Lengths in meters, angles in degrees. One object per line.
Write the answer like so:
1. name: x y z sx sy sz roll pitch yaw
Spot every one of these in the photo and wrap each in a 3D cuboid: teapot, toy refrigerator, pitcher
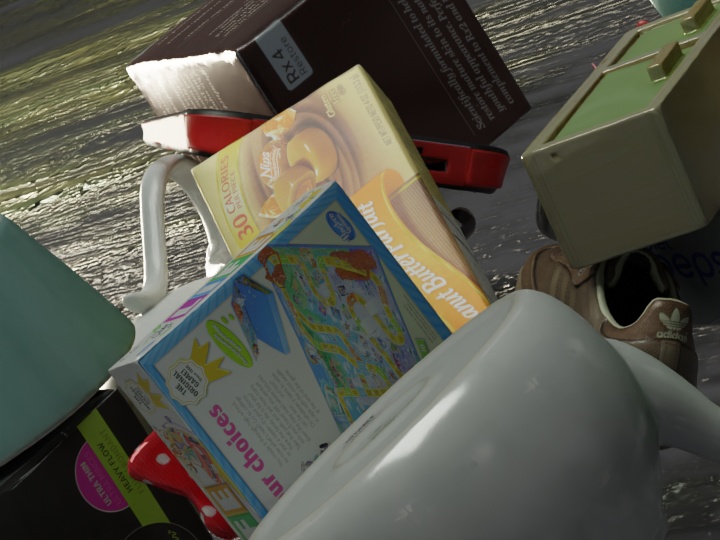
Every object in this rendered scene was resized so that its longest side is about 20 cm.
1. teapot: 0.054 0.118 1.145 0.200 0.146 0.197 -40 5 34
2. toy refrigerator: 0.151 -0.077 1.377 0.076 0.070 0.200 -19 14 28
3. pitcher: -0.092 0.036 1.582 0.121 0.172 0.200 -31 15 32

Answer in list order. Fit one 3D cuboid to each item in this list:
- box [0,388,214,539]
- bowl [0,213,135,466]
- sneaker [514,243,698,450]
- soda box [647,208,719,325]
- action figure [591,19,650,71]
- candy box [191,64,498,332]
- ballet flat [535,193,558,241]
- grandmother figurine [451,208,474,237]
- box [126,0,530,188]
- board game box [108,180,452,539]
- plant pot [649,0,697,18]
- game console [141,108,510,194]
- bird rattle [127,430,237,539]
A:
1. box: -0.180 0.157 1.457 0.124 0.149 0.200 -41 18 -28
2. bowl: -0.227 0.039 1.432 0.200 0.105 0.201 -27 17 9
3. sneaker: 0.130 0.017 1.365 0.200 0.070 0.076 -116 40 -64
4. soda box: 0.216 -0.017 1.340 0.063 0.068 0.200 -39 18 -26
5. action figure: 0.181 -0.112 1.702 0.065 0.052 0.200 -22 23 24
6. candy box: 0.000 0.000 1.509 0.115 0.055 0.200 -32 62 8
7. ballet flat: 0.153 -0.064 1.560 0.200 0.068 0.068 -14 56 50
8. grandmother figurine: 0.016 -0.019 1.696 0.121 0.061 0.200 -18 13 -15
9. box: -0.025 -0.127 1.909 0.164 0.166 0.200 -40 18 -21
10. board game box: -0.002 0.079 1.252 0.134 0.200 0.034 -42 11 -27
11. plant pot: 0.246 -0.180 1.530 0.161 0.201 0.201 -42 15 14
12. game console: -0.023 -0.075 1.673 0.199 0.031 0.177 7 3 -16
13. bird rattle: -0.027 0.080 1.361 0.113 0.163 0.200 -55 17 6
